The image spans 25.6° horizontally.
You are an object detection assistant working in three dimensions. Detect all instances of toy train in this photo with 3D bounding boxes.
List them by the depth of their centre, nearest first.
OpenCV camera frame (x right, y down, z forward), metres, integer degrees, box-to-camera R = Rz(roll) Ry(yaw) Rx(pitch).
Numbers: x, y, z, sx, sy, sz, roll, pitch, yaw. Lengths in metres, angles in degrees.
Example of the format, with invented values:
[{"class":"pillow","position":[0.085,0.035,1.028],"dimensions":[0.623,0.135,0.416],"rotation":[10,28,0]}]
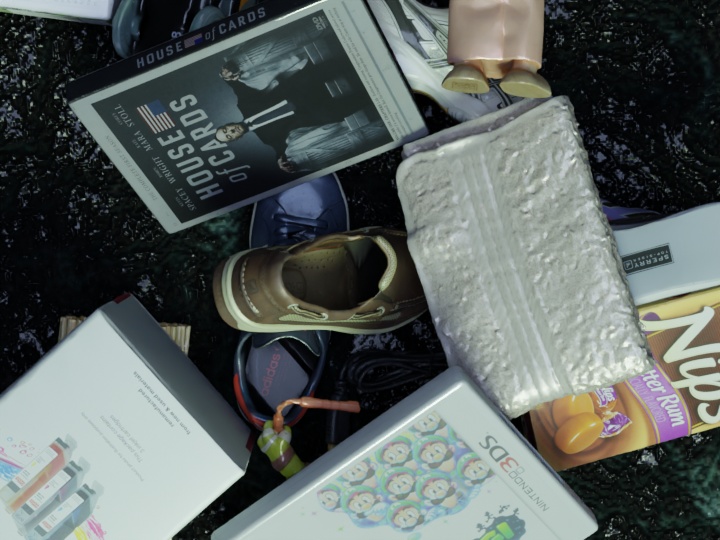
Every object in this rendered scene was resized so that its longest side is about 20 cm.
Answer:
[{"class":"toy train","position":[-0.103,-0.209,1.076],"dimensions":[0.085,0.114,0.200],"rotation":[13,96,20]}]

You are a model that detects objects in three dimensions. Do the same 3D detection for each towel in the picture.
[{"class":"towel","position":[0.104,-0.008,1.045],"dimensions":[0.132,0.034,0.200],"rotation":[-21,80,21]}]

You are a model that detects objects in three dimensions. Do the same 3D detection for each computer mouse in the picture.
[{"class":"computer mouse","position":[0.045,0.149,1.145],"dimensions":[0.140,0.046,0.200],"rotation":[0,95,-4]}]

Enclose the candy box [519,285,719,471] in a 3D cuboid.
[{"class":"candy box","position":[0.207,0.060,1.121],"dimensions":[0.200,0.056,0.117],"rotation":[-16,120,-2]}]

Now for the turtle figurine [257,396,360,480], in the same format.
[{"class":"turtle figurine","position":[-0.013,0.183,1.106],"dimensions":[0.200,0.064,0.161],"rotation":[36,124,-20]}]

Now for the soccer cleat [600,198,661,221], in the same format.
[{"class":"soccer cleat","position":[0.158,-0.029,1.120],"dimensions":[0.200,0.076,0.067],"rotation":[24,93,-4]}]

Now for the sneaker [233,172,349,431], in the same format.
[{"class":"sneaker","position":[-0.047,0.018,1.111],"dimensions":[0.075,0.085,0.200],"rotation":[5,94,-3]}]

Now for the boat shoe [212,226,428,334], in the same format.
[{"class":"boat shoe","position":[0.001,0.006,1.066],"dimensions":[0.202,0.075,0.075],"rotation":[-12,85,-43]}]

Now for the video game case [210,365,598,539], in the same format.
[{"class":"video game case","position":[0.033,0.174,1.056],"dimensions":[0.200,0.024,0.182],"rotation":[-35,126,10]}]

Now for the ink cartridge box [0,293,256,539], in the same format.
[{"class":"ink cartridge box","position":[-0.193,0.136,1.070],"dimensions":[0.200,0.145,0.145],"rotation":[-41,94,2]}]

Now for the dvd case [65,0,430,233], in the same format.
[{"class":"dvd case","position":[-0.071,-0.107,1.050],"dimensions":[0.200,0.150,0.025],"rotation":[-21,50,10]}]

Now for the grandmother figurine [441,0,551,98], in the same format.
[{"class":"grandmother figurine","position":[0.089,-0.216,1.026],"dimensions":[0.121,0.061,0.200],"rotation":[7,85,-2]}]

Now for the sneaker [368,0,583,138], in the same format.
[{"class":"sneaker","position":[0.080,-0.145,1.108],"dimensions":[0.200,0.076,0.088],"rotation":[31,93,-5]}]

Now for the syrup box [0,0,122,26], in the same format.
[{"class":"syrup box","position":[-0.260,-0.219,1.085],"dimensions":[0.200,0.079,0.081],"rotation":[8,95,-3]}]

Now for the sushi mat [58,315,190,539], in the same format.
[{"class":"sushi mat","position":[-0.179,0.134,1.150],"dimensions":[0.096,0.012,0.200],"rotation":[6,94,-3]}]

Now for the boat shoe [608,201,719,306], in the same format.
[{"class":"boat shoe","position":[0.180,-0.007,1.067],"dimensions":[0.200,0.066,0.070],"rotation":[-16,82,24]}]
